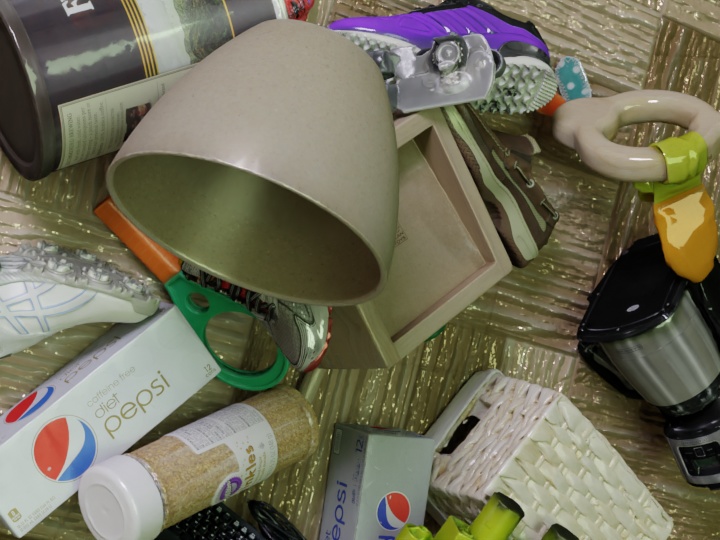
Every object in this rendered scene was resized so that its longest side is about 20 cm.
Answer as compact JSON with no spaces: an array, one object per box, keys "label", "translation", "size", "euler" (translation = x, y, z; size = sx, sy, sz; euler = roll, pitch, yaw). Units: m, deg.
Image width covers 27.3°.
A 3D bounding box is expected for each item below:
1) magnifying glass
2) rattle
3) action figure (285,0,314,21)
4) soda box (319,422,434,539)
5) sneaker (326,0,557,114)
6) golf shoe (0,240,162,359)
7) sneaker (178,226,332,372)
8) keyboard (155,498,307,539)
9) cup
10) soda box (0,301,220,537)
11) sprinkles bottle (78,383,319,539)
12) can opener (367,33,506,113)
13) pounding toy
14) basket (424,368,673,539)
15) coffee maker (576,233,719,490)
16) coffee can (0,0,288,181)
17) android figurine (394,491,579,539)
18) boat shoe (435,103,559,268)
[{"label":"magnifying glass","translation":[-0.132,0.017,1.169],"size":[0.200,0.080,0.022],"euler":[46,33,-15]},{"label":"rattle","translation":[0.228,-0.096,1.307],"size":[0.130,0.200,0.143],"euler":[-52,138,-24]},{"label":"action figure","translation":[-0.076,-0.251,1.159],"size":[0.065,0.099,0.200],"euler":[-41,113,-18]},{"label":"soda box","translation":[0.007,0.233,1.252],"size":[0.068,0.063,0.201],"euler":[8,90,-29]},{"label":"sneaker","translation":[0.065,-0.193,1.256],"size":[0.200,0.070,0.100],"euler":[8,51,-10]},{"label":"golf shoe","translation":[-0.253,0.027,1.105],"size":[0.200,0.078,0.097],"euler":[11,102,-21]},{"label":"sneaker","translation":[-0.095,-0.002,1.123],"size":[0.082,0.078,0.200],"euler":[-27,71,-35]},{"label":"keyboard","translation":[-0.079,0.219,1.162],"size":[0.200,0.040,0.104],"euler":[39,31,4]},{"label":"cup","translation":[-0.054,-0.085,1.011],"size":[0.200,0.200,0.144],"euler":[32,66,-26]},{"label":"soda box","translation":[-0.209,0.109,1.129],"size":[0.200,0.064,0.068],"euler":[-40,111,-21]},{"label":"sprinkles bottle","translation":[-0.121,0.149,1.142],"size":[0.200,0.068,0.068],"euler":[-22,104,-45]},{"label":"can opener","translation":[0.017,-0.146,1.187],"size":[0.067,0.200,0.053],"euler":[10,73,-69]},{"label":"pounding toy","translation":[0.000,0.000,1.208],"size":[0.184,0.142,0.200],"euler":[-36,108,-32]},{"label":"basket","translation":[0.157,0.201,1.296],"size":[0.200,0.123,0.136],"euler":[47,71,-21]},{"label":"coffee maker","translation":[0.320,0.069,1.368],"size":[0.192,0.135,0.200],"euler":[-45,112,-19]},{"label":"coffee can","translation":[-0.171,-0.165,1.084],"size":[0.200,0.146,0.147],"euler":[-22,103,-26]},{"label":"android figurine","translation":[0.089,0.279,1.210],"size":[0.182,0.041,0.200],"euler":[28,103,-19]},{"label":"boat shoe","translation":[0.114,-0.094,1.267],"size":[0.075,0.075,0.202],"euler":[-43,134,-11]}]
